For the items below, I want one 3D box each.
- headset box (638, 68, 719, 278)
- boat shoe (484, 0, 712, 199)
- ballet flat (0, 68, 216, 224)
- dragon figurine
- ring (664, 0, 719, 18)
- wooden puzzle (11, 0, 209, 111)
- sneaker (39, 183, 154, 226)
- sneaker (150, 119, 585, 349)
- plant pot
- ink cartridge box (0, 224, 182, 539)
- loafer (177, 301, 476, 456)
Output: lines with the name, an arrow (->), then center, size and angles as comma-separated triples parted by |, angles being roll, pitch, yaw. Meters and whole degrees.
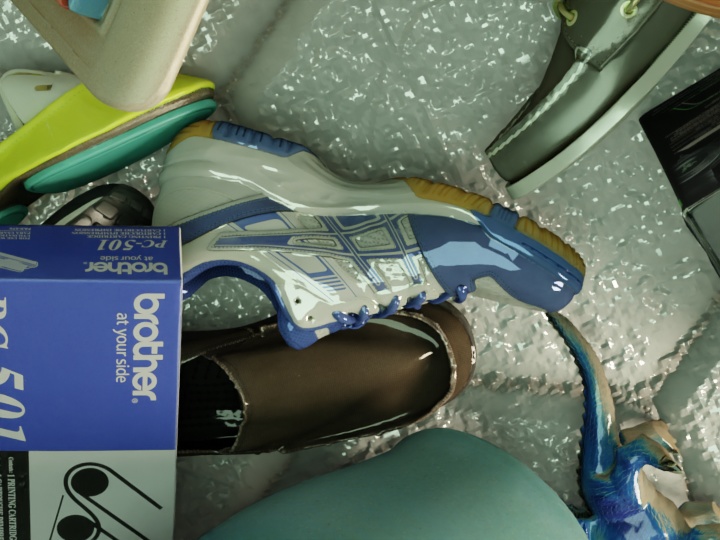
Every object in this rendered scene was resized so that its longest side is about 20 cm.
headset box -> 0.207, 0.003, 0.753 | 0.093, 0.200, 0.175 | -31, 102, 11
boat shoe -> 0.122, -0.119, 0.792 | 0.060, 0.072, 0.202 | 42, 97, -9
ballet flat -> -0.163, -0.053, 0.833 | 0.199, 0.067, 0.067 | -32, 85, 13
dragon figurine -> 0.117, 0.123, 0.864 | 0.099, 0.059, 0.200 | -33, 102, 11
ring -> 0.143, -0.190, 0.739 | 0.199, 0.019, 0.202 | 7, 66, -16
wooden puzzle -> -0.105, -0.186, 0.738 | 0.037, 0.200, 0.186 | 12, 110, -40
sneaker -> -0.180, 0.028, 0.843 | 0.200, 0.088, 0.076 | -50, 136, 4
sneaker -> 0.000, 0.000, 0.817 | 0.199, 0.075, 0.089 | 15, 78, 6
plant pot -> 0.007, 0.175, 0.801 | 0.200, 0.188, 0.201 | 30, 140, 30
ink cartridge box -> -0.128, 0.074, 0.793 | 0.093, 0.044, 0.201 | 0, 124, -7
loafer -> -0.042, 0.061, 0.850 | 0.199, 0.071, 0.073 | -12, 105, 7
